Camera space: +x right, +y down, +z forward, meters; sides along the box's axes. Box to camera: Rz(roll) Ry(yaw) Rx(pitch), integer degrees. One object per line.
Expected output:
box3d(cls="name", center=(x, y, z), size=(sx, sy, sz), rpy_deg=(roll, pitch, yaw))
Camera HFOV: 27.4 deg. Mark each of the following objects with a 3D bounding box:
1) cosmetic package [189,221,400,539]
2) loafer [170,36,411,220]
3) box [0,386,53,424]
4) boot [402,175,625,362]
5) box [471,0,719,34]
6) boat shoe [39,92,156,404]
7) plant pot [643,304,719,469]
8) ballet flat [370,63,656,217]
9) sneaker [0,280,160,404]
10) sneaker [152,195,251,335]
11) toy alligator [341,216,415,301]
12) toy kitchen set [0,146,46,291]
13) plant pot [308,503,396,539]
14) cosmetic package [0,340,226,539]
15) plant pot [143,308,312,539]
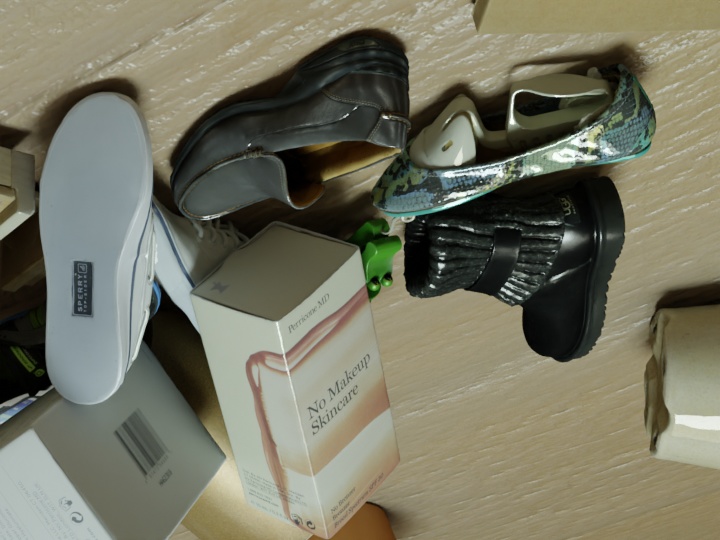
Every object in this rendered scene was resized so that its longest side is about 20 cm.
box3d(cls="cosmetic package", center=(-0.043, 0.081, 1.074), size=(0.087, 0.103, 0.202), rpy_deg=(16, 133, 35))
box3d(cls="loafer", center=(-0.050, -0.073, 0.948), size=(0.072, 0.073, 0.199), rpy_deg=(17, 144, -43))
box3d(cls="box", center=(-0.307, 0.104, 1.254), size=(0.198, 0.042, 0.119), rpy_deg=(-21, 150, 26))
box3d(cls="boot", center=(0.108, 0.007, 1.141), size=(0.156, 0.080, 0.212), rpy_deg=(-11, 143, -11))
box3d(cls="box", center=(0.161, -0.201, 0.821), size=(0.161, 0.022, 0.201), rpy_deg=(-3, 153, -11))
box3d(cls="boat shoe", center=(-0.167, -0.017, 0.953), size=(0.073, 0.202, 0.065), rpy_deg=(13, -166, 7))
box3d(cls="plant pot", center=(0.351, 0.103, 1.313), size=(0.181, 0.203, 0.201), rpy_deg=(3, 153, 3))
box3d(cls="ballet flat", center=(0.094, -0.093, 0.980), size=(0.198, 0.075, 0.074), rpy_deg=(-16, 153, 9))
box3d(cls="sneaker", center=(-0.220, 0.050, 1.084), size=(0.199, 0.083, 0.071), rpy_deg=(-31, 112, 33))
box3d(cls="sneaker", center=(-0.117, -0.012, 1.071), size=(0.071, 0.073, 0.200), rpy_deg=(-38, 149, -5))
box3d(cls="toy alligator", center=(0.000, 0.000, 1.093), size=(0.059, 0.055, 0.199), rpy_deg=(-14, 171, -36))
box3d(cls="toy kitchen set", center=(-0.261, 0.039, 0.980), size=(0.162, 0.183, 0.199), rpy_deg=(13, 150, -38))
box3d(cls="plant pot", center=(-0.028, 0.359, 1.720), size=(0.197, 0.142, 0.201), rpy_deg=(-7, 152, -3))
box3d(cls="cosmetic package", center=(-0.228, 0.168, 1.033), size=(0.199, 0.123, 0.199), rpy_deg=(-35, -175, 17))
box3d(cls="plant pot", center=(-0.131, 0.117, 1.203), size=(0.185, 0.188, 0.200), rpy_deg=(-26, 137, 30))
